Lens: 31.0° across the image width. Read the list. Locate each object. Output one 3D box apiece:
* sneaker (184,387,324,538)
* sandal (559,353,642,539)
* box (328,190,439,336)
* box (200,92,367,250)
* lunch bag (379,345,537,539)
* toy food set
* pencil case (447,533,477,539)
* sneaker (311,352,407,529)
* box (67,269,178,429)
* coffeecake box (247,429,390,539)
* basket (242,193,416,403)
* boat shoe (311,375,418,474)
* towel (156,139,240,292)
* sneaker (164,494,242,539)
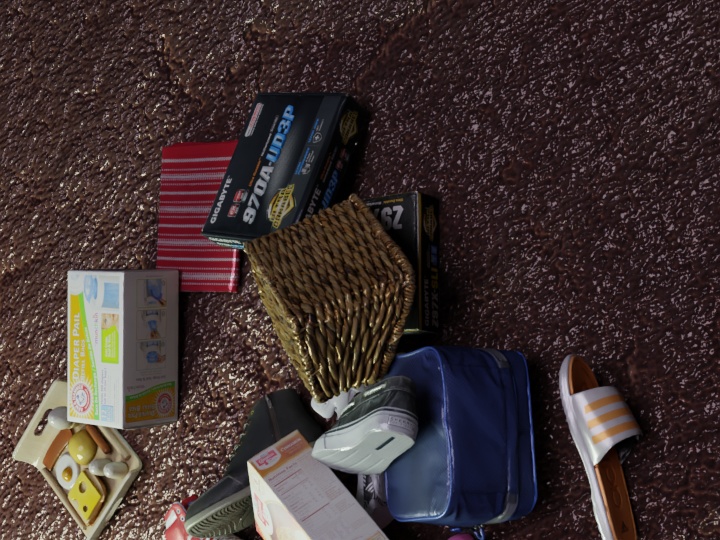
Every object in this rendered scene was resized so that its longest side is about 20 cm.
[{"bbox_3d":[-0.135,0.233,1.561,0.199,0.075,0.107,-32,55,-1],"label":"sneaker"},{"bbox_3d":[0.256,0.179,1.292,0.059,0.079,0.208,-21,80,32],"label":"sandal"},{"bbox_3d":[0.000,0.000,1.525,0.199,0.049,0.161,-6,78,37],"label":"box"},{"bbox_3d":[-0.093,-0.119,1.573,0.158,0.046,0.201,8,71,42],"label":"box"},{"bbox_3d":[0.110,0.180,1.360,0.136,0.131,0.202,-18,72,59],"label":"lunch bag"},{"bbox_3d":[-0.392,0.265,1.776,0.200,0.060,0.144,44,109,33],"label":"toy food set"},{"bbox_3d":[0.147,0.368,1.338,0.200,0.090,0.094,44,116,35],"label":"pencil case"},{"bbox_3d":[0.003,0.189,1.481,0.114,0.075,0.202,5,81,38],"label":"sneaker"},{"bbox_3d":[-0.310,0.099,1.698,0.112,0.101,0.202,1,91,37],"label":"box"},{"bbox_3d":[-0.039,0.303,1.445,0.200,0.073,0.154,46,153,33],"label":"coffeecake box"},{"bbox_3d":[-0.021,0.037,1.424,0.148,0.144,0.200,-23,35,-10],"label":"basket"},{"bbox_3d":[0.013,0.161,1.347,0.200,0.072,0.071,-35,34,58],"label":"boat shoe"},{"bbox_3d":[-0.209,-0.072,1.710,0.144,0.022,0.202,0,85,35],"label":"towel"},{"bbox_3d":[-0.171,0.330,1.593,0.199,0.071,0.114,-11,80,38],"label":"sneaker"}]
